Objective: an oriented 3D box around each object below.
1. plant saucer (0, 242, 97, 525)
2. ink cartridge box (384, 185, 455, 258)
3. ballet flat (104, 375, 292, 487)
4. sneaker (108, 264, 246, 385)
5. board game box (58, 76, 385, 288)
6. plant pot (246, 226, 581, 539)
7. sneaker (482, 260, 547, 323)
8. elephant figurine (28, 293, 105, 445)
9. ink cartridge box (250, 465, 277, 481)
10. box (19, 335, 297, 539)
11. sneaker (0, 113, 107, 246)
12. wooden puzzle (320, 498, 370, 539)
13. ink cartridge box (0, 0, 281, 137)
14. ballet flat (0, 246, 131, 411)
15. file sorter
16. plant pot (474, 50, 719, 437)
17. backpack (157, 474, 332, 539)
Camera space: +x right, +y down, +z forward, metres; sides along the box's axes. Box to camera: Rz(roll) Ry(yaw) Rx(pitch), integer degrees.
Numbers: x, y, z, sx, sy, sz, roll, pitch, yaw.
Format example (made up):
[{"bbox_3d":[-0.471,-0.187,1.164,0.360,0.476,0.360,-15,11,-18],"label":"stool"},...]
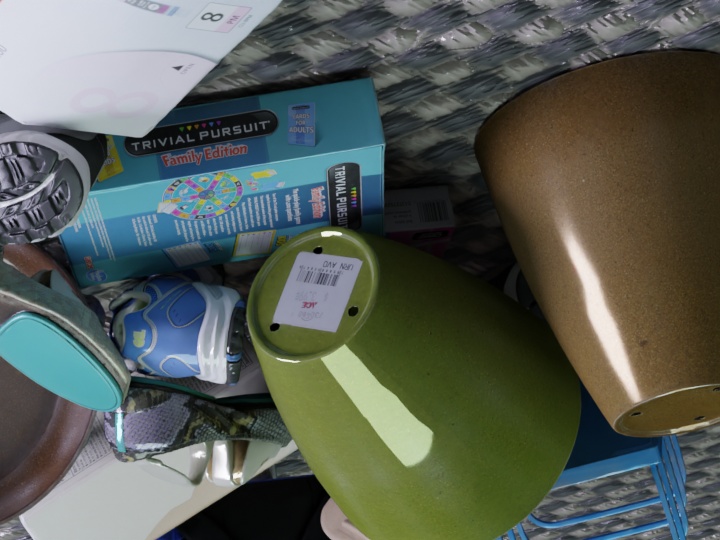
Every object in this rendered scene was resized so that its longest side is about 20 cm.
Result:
[{"bbox_3d":[-0.259,0.064,1.433,0.200,0.201,0.032,-2,-175,-22],"label":"plant saucer"},{"bbox_3d":[0.000,0.000,1.601,0.094,0.037,0.200,-6,160,-12],"label":"ink cartridge box"},{"bbox_3d":[-0.100,0.109,1.527,0.072,0.072,0.200,-24,161,30],"label":"ballet flat"},{"bbox_3d":[-0.126,0.027,1.498,0.077,0.076,0.200,4,-177,-14],"label":"sneaker"},{"bbox_3d":[-0.086,-0.051,1.411,0.199,0.047,0.151,-10,160,-3],"label":"board game box"},{"bbox_3d":[0.015,0.058,1.475,0.187,0.188,0.200,-19,144,21],"label":"plant pot"},{"bbox_3d":[0.168,0.017,1.669,0.200,0.074,0.079,7,172,-37],"label":"sneaker"},{"bbox_3d":[-0.276,0.058,1.520,0.199,0.156,0.141,9,-174,-19],"label":"elephant figurine"},{"bbox_3d":[-0.139,0.164,1.878,0.147,0.076,0.200,-11,157,1],"label":"ink cartridge box"},{"bbox_3d":[-0.147,0.127,1.648,0.200,0.095,0.078,-32,121,-2],"label":"box"},{"bbox_3d":[-0.232,-0.049,1.315,0.199,0.074,0.079,-5,-156,22],"label":"sneaker"},{"bbox_3d":[0.056,0.129,1.629,0.037,0.185,0.200,40,173,-12],"label":"wooden puzzle"},{"bbox_3d":[-0.162,-0.130,1.185,0.200,0.057,0.162,0,157,-36],"label":"ink cartridge box"},{"bbox_3d":[-0.212,0.012,1.401,0.200,0.062,0.067,35,141,-24],"label":"ballet flat"},{"bbox_3d":[0.160,0.157,1.658,0.138,0.123,0.200,-15,-164,12],"label":"file sorter"},{"bbox_3d":[0.180,-0.004,1.451,0.186,0.201,0.186,-9,159,-3],"label":"plant pot"},{"bbox_3d":[-0.088,0.261,1.754,0.162,0.201,0.168,-5,174,-25],"label":"backpack"}]
